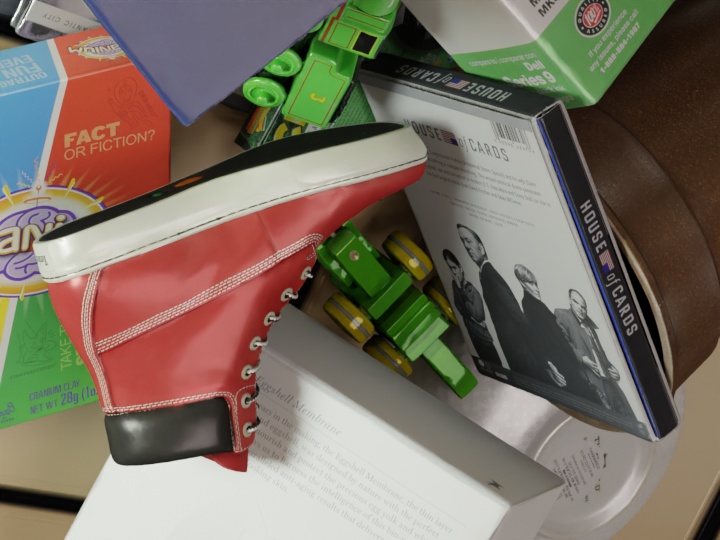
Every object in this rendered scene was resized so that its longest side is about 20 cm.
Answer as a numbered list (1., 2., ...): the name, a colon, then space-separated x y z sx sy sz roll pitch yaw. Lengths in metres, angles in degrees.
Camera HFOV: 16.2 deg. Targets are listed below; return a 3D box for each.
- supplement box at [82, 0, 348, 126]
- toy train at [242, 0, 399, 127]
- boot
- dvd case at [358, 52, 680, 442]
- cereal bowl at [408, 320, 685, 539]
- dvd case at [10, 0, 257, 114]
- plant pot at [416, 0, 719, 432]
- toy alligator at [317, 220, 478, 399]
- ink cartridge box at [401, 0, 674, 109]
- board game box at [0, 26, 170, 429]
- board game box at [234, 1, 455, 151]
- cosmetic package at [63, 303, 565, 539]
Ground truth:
1. supplement box: -0.087 -0.162 1.113 0.109 0.200 0.109 -38 117 -1
2. toy train: -0.007 -0.132 1.205 0.056 0.042 0.200 20 148 -8
3. boot: -0.045 0.016 1.248 0.200 0.072 0.144 -22 101 -12
4. dvd case: 0.080 -0.013 1.303 0.025 0.150 0.200 -36 121 -23
5. cereal bowl: 0.114 0.098 1.496 0.200 0.083 0.200 -17 125 -26
6. dvd case: -0.069 -0.186 1.251 0.149 0.016 0.200 17 106 -39
7. plant pot: 0.165 -0.048 1.378 0.198 0.200 0.200 -35 131 -24
8. toy alligator: 0.000 0.000 1.383 0.059 0.054 0.200 -46 126 -5
9. ink cartridge box: 0.069 -0.196 1.233 0.200 0.084 0.146 45 71 -22
10. board game box: -0.170 -0.015 1.258 0.153 0.040 0.200 -16 129 -25
11. board game box: 0.020 -0.138 1.326 0.105 0.023 0.200 18 105 -49
12. cosmetic package: -0.034 0.146 1.331 0.200 0.199 0.123 -61 165 12
